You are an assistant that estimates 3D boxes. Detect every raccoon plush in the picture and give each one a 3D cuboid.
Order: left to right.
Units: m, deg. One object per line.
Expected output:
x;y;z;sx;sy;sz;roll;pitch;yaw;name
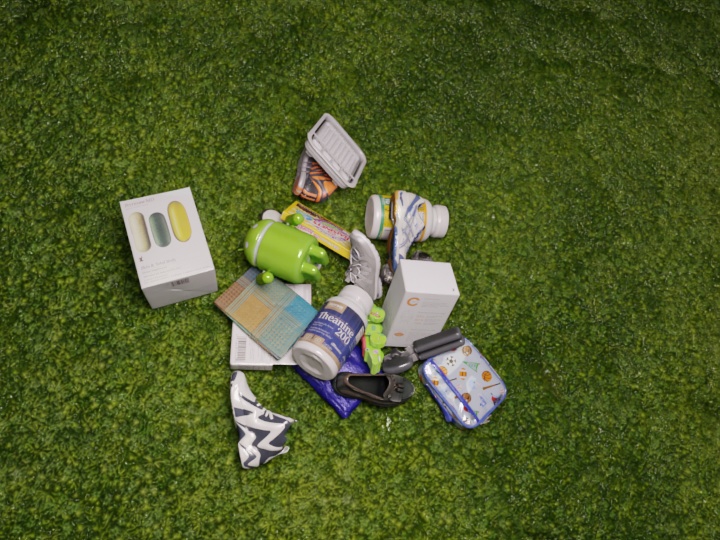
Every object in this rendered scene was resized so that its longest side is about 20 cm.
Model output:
0.133;0.043;1.276;0.134;0.097;0.200;-33;80;-25;raccoon plush

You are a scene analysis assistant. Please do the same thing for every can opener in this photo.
0.146;0.191;1.203;0.199;0.053;0.067;-24;38;9;can opener

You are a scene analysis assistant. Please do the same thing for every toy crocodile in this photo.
0.024;0.150;1.194;0.061;0.068;0.201;3;43;-4;toy crocodile

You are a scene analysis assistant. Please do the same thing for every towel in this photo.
-0.207;0.087;1.166;0.200;0.022;0.147;38;61;11;towel
-0.055;0.219;1.193;0.200;0.050;0.148;45;67;5;towel

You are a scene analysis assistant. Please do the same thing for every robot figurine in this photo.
-0.173;-0.043;1.167;0.199;0.116;0.176;22;78;11;robot figurine

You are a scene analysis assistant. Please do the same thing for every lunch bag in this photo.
0.240;0.271;1.234;0.160;0.076;0.200;-35;80;-20;lunch bag

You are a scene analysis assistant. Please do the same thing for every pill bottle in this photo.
-0.053;0.129;1.136;0.111;0.111;0.200;35;55;1;pill bottle
0.119;-0.131;1.333;0.199;0.113;0.114;3;69;-12;pill bottle

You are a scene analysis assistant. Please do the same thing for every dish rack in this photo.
-0.067;-0.301;1.333;0.172;0.043;0.200;46;34;-18;dish rack

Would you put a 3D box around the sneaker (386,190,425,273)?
0.113;-0.090;1.229;0.088;0.075;0.202;7;81;-12;sneaker

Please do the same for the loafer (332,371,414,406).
0.039;0.259;1.150;0.199;0.063;0.072;11;67;-23;loafer

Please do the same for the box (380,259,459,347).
0.129;0.080;1.198;0.123;0.201;0.098;4;46;-13;box

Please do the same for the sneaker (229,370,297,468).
-0.205;0.306;1.109;0.129;0.080;0.200;-9;72;-18;sneaker

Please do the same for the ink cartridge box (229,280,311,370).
-0.201;0.124;1.183;0.175;0.045;0.201;3;63;-11;ink cartridge box

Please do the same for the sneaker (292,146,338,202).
-0.105;-0.258;1.356;0.111;0.078;0.201;20;62;-20;sneaker

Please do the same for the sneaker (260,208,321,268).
-0.165;-0.083;1.265;0.200;0.080;0.074;43;68;6;sneaker

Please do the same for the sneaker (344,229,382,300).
0.000;0.000;1.220;0.082;0.201;0.075;-26;34;-21;sneaker

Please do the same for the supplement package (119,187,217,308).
-0.419;-0.048;1.149;0.151;0.151;0.201;-16;74;-18;supplement package

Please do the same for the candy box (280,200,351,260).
-0.093;-0.101;1.287;0.199;0.026;0.102;31;28;-1;candy box
